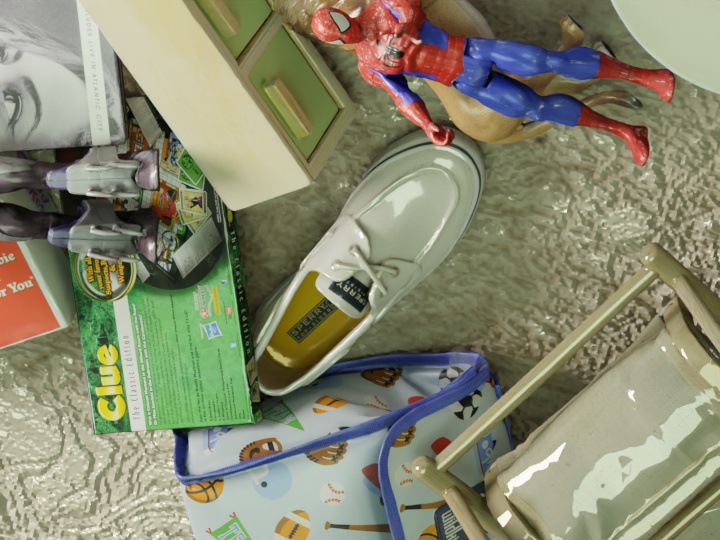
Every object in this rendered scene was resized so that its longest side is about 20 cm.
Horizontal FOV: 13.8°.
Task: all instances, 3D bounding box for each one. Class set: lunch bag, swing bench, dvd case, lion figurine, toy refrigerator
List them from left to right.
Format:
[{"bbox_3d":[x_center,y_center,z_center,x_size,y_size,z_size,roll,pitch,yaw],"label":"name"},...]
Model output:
[{"bbox_3d":[-0.238,-0.140,1.721,0.200,0.016,0.149,-3,100,10],"label":"dvd case"},{"bbox_3d":[-0.088,-0.139,1.672,0.070,0.076,0.200,-17,118,36],"label":"toy refrigerator"},{"bbox_3d":[0.001,0.148,1.804,0.200,0.124,0.170,-15,115,-1],"label":"lunch bag"},{"bbox_3d":[0.051,-0.127,1.669,0.122,0.072,0.200,-43,97,11],"label":"lion figurine"},{"bbox_3d":[0.177,0.123,1.727,0.199,0.130,0.200,-43,138,14],"label":"swing bench"}]

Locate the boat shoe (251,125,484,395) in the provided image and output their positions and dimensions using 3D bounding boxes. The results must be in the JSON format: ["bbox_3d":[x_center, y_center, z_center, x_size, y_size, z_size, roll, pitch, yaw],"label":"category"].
[{"bbox_3d":[0.000,0.000,1.749,0.071,0.070,0.200,39,117,-12],"label":"boat shoe"}]

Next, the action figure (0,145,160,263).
[{"bbox_3d":[-0.214,-0.042,1.691,0.200,0.069,0.130,0,114,-5],"label":"action figure"}]

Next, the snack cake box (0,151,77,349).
[{"bbox_3d":[-0.279,0.002,1.797,0.200,0.067,0.115,-18,112,17],"label":"snack cake box"}]

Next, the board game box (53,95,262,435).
[{"bbox_3d":[-0.121,-0.004,1.757,0.105,0.023,0.200,-4,99,15],"label":"board game box"}]

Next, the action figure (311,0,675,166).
[{"bbox_3d":[0.069,-0.099,1.603,0.200,0.099,0.065,16,116,-7],"label":"action figure"}]

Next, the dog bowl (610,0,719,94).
[{"bbox_3d":[0.226,-0.194,1.605,0.200,0.079,0.200,4,118,7],"label":"dog bowl"}]
